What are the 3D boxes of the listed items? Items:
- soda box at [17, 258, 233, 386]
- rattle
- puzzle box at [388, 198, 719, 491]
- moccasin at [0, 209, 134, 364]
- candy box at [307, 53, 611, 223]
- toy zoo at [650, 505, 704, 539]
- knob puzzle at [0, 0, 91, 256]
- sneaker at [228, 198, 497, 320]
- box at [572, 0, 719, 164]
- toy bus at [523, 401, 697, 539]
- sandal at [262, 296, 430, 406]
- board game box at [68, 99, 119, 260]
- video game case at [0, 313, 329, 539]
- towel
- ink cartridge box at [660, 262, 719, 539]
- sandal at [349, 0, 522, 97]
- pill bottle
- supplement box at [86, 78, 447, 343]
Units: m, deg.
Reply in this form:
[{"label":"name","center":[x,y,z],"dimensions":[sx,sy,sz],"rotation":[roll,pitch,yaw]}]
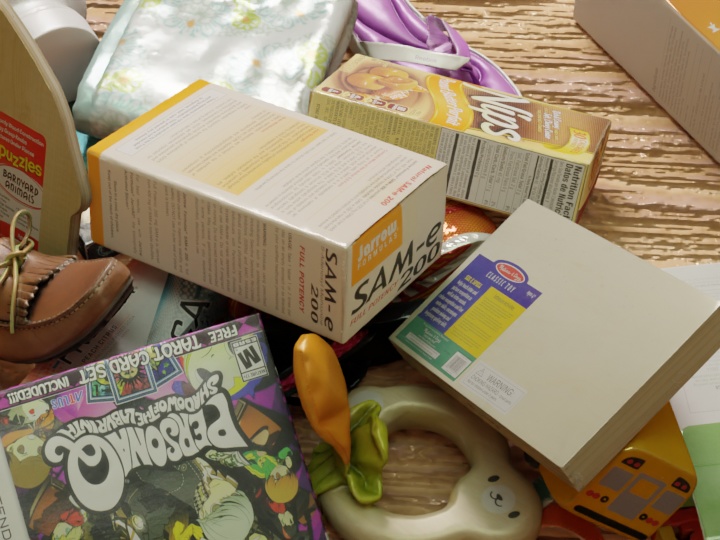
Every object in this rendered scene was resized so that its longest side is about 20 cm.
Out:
[{"label":"soda box","center":[-0.148,0.055,1.103],"dimensions":[0.068,0.064,0.200],"rotation":[26,57,19]},{"label":"rattle","center":[0.065,0.105,1.021],"dimensions":[0.198,0.144,0.130],"rotation":[17,35,20]},{"label":"puzzle box","center":[0.115,0.038,1.015],"dimensions":[0.133,0.025,0.200],"rotation":[-44,34,-7]},{"label":"moccasin","center":[-0.222,0.011,1.072],"dimensions":[0.200,0.078,0.074],"rotation":[1,40,46]},{"label":"candy box","center":[0.070,-0.093,1.193],"dimensions":[0.198,0.056,0.116],"rotation":[15,24,11]},{"label":"toy zoo","center":[0.242,0.146,1.058],"dimensions":[0.130,0.021,0.201],"rotation":[-10,52,-8]},{"label":"knob puzzle","center":[-0.240,-0.087,1.126],"dimensions":[0.219,0.221,0.030],"rotation":[38,37,27]},{"label":"sneaker","center":[0.000,0.000,1.151],"dimensions":[0.198,0.073,0.077],"rotation":[-14,43,-22]},{"label":"box","center":[0.270,-0.190,1.274],"dimensions":[0.124,0.098,0.200],"rotation":[-26,56,-19]},{"label":"toy bus","center":[0.141,0.074,1.045],"dimensions":[0.065,0.078,0.201],"rotation":[24,31,-23]},{"label":"sandal","center":[-0.020,0.059,1.097],"dimensions":[0.198,0.075,0.045],"rotation":[-11,63,-12]},{"label":"board game box","center":[-0.137,-0.092,1.241],"dimensions":[0.199,0.028,0.136],"rotation":[-24,55,-18]},{"label":"video game case","center":[-0.127,0.140,1.003],"dimensions":[0.198,0.036,0.183],"rotation":[-16,83,-13]},{"label":"towel","center":[-0.102,-0.160,1.246],"dimensions":[0.169,0.048,0.201],"rotation":[10,51,11]},{"label":"ink cartridge box","center":[0.236,0.089,1.051],"dimensions":[0.103,0.060,0.201],"rotation":[-5,51,-3]},{"label":"sandal","center":[0.041,-0.173,1.291],"dimensions":[0.082,0.050,0.202],"rotation":[-36,60,-25]},{"label":"pill bottle","center":[-0.276,-0.209,1.280],"dimensions":[0.111,0.113,0.200],"rotation":[-27,56,-20]},{"label":"supplement box","center":[-0.060,-0.042,1.082],"dimensions":[0.199,0.074,0.126],"rotation":[21,37,25]}]
